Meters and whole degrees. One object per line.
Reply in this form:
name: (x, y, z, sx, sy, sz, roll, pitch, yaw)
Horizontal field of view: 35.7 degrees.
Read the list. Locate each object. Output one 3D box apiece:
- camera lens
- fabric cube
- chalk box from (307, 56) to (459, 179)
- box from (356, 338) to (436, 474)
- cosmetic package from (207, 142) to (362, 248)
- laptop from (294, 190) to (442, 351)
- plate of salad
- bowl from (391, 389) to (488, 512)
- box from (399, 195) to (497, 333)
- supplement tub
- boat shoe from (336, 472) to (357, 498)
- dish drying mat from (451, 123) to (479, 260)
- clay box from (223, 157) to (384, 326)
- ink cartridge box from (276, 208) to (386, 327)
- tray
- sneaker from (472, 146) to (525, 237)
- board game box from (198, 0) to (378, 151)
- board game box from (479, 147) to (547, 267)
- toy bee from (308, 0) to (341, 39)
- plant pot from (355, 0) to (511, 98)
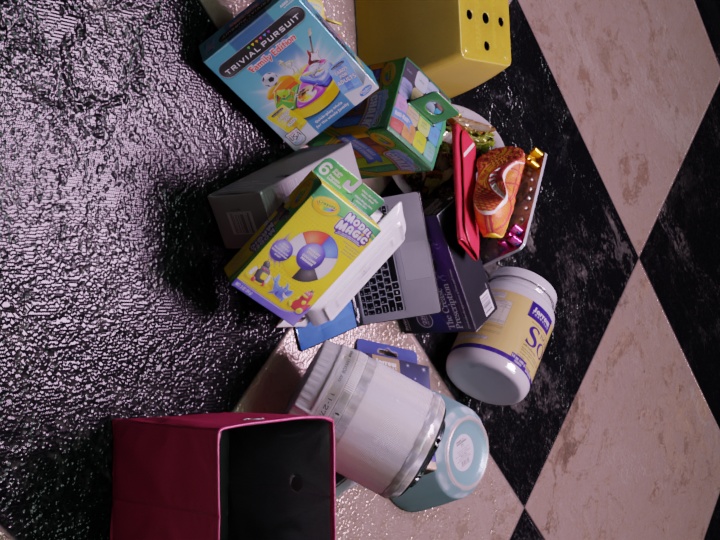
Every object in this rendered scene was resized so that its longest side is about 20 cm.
camera lens: (0.005, 0.205, 1.531, 0.200, 0.160, 0.160, 29, 60, -3)
fabric cube: (-0.166, 0.275, 1.357, 0.196, 0.199, 0.200, 3, 86, -48)
chalk box: (0.044, -0.219, 1.625, 0.125, 0.200, 0.124, 36, 62, -42)
box: (0.053, 0.199, 1.681, 0.121, 0.032, 0.200, 15, 58, -33)
cosmetic package: (-0.097, -0.103, 1.528, 0.200, 0.107, 0.090, -38, 118, -45)
laptop: (0.000, 0.000, 1.623, 0.116, 0.200, 0.188, -54, 133, -74)
plate of salad: (0.140, -0.183, 1.772, 0.200, 0.048, 0.200, 4, 67, -9)
bowl: (0.130, 0.286, 1.771, 0.201, 0.105, 0.201, 3, 86, -50)
box: (0.109, -0.006, 1.734, 0.079, 0.141, 0.200, -40, 117, -43)
supplement tub: (0.241, 0.109, 1.877, 0.145, 0.145, 0.200, 51, 53, -35)
boat shoe: (-0.054, 0.292, 1.589, 0.200, 0.070, 0.066, -23, 93, -46)
dish drying mat: (0.160, -0.120, 1.684, 0.077, 0.018, 0.200, 44, 40, -55)
clay box: (-0.064, -0.036, 1.423, 0.115, 0.048, 0.200, 36, 102, -33)
ink cartridge box: (-0.052, -0.013, 1.533, 0.200, 0.050, 0.109, -52, 163, 10)
tray: (0.000, -0.003, 1.563, 0.200, 0.022, 0.107, -48, 163, -9)
sneaker: (0.208, -0.124, 1.711, 0.200, 0.073, 0.077, -62, 150, -46)
board game box: (-0.094, -0.274, 1.510, 0.200, 0.151, 0.047, 42, 19, -40)
board game box: (0.203, -0.087, 1.794, 0.026, 0.200, 0.200, 36, 53, -23)
toy bee: (-0.070, -0.343, 1.571, 0.131, 0.109, 0.200, -25, 106, -49)
plant pot: (0.125, -0.378, 1.746, 0.200, 0.176, 0.200, -3, 91, -50)
